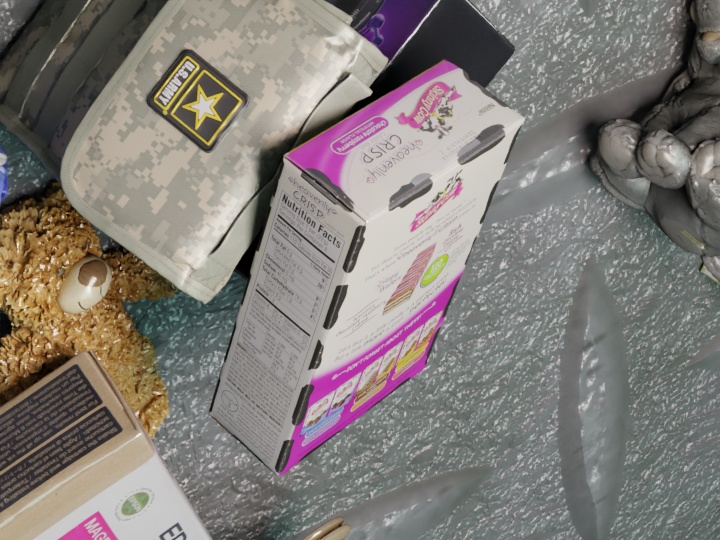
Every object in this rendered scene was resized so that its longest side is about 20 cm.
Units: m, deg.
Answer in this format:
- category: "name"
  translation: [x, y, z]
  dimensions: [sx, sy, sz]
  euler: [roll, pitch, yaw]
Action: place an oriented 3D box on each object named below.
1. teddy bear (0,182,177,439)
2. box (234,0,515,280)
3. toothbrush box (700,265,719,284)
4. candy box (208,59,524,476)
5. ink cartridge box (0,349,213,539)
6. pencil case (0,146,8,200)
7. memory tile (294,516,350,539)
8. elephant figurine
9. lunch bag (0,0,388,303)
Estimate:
- category: "teddy bear"
  translation: [-0.165, 0.047, 1.192]
  dimensions: [0.144, 0.067, 0.201]
  euler: [-16, 126, -33]
- category: "box"
  translation: [-0.029, -0.095, 1.158]
  dimensions: [0.200, 0.141, 0.079]
  euler: [-52, 133, 0]
- category: "toothbrush box"
  translation: [0.384, -0.030, 1.560]
  dimensions: [0.199, 0.086, 0.146]
  euler: [11, 109, -43]
- category: "candy box"
  translation: [0.000, 0.000, 1.065]
  dimensions: [0.136, 0.061, 0.201]
  euler: [-34, 154, -41]
- category: "ink cartridge box"
  translation: [-0.183, 0.163, 1.180]
  dimensions: [0.164, 0.075, 0.200]
  euler: [-34, 145, -9]
- category: "pencil case"
  translation: [-0.265, -0.075, 1.029]
  dimensions: [0.087, 0.078, 0.200]
  euler: [-30, 139, 20]
- category: "memory tile"
  translation: [-0.097, 0.230, 1.305]
  dimensions: [0.153, 0.017, 0.200]
  euler: [-46, 165, 35]
- category: "elephant figurine"
  translation: [0.264, -0.122, 1.391]
  dimensions: [0.200, 0.141, 0.155]
  euler: [-54, 166, -19]
- category: "lunch bag"
  translation: [-0.093, -0.096, 1.067]
  dimensions: [0.164, 0.200, 0.117]
  euler: [-53, 135, 3]
